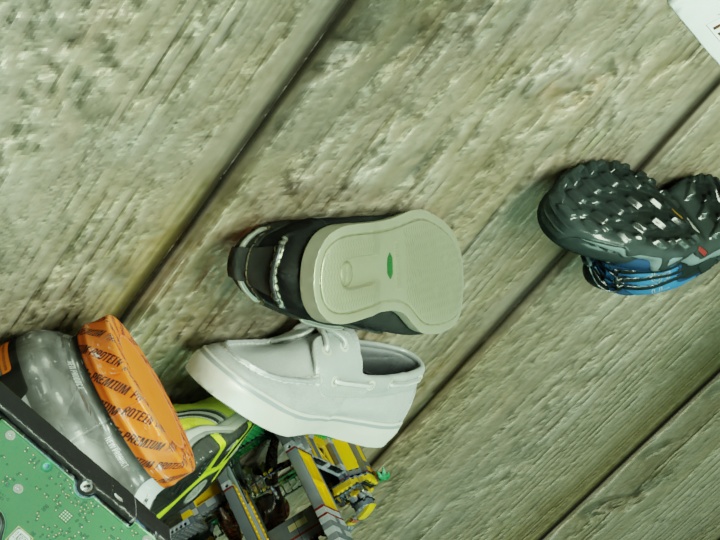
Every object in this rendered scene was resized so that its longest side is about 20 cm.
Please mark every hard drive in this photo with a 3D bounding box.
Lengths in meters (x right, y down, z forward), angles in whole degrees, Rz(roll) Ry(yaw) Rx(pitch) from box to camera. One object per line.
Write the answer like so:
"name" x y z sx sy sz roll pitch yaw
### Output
"hard drive" -0.210 0.118 1.046 0.140 0.200 0.038 -46 -165 7

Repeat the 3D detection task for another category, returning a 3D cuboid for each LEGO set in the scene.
"LEGO set" -0.067 0.191 1.417 0.200 0.116 0.154 -29 155 3

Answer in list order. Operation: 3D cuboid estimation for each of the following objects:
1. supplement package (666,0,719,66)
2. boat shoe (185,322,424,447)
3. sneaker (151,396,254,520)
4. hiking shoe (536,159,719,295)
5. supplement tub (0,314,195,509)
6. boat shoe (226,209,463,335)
"supplement package" 0.165 -0.184 0.851 0.147 0.191 0.200 -34 155 14
"boat shoe" -0.026 0.061 1.281 0.200 0.072 0.069 20 106 -50
"sneaker" -0.136 0.109 1.257 0.200 0.076 0.075 -28 157 -49
"hiking shoe" 0.166 -0.014 1.318 0.200 0.074 0.087 5 139 -50
"supplement tub" -0.197 0.112 1.129 0.200 0.123 0.123 -28 155 2
"boat shoe" 0.000 0.000 1.208 0.068 0.072 0.200 1 178 30
